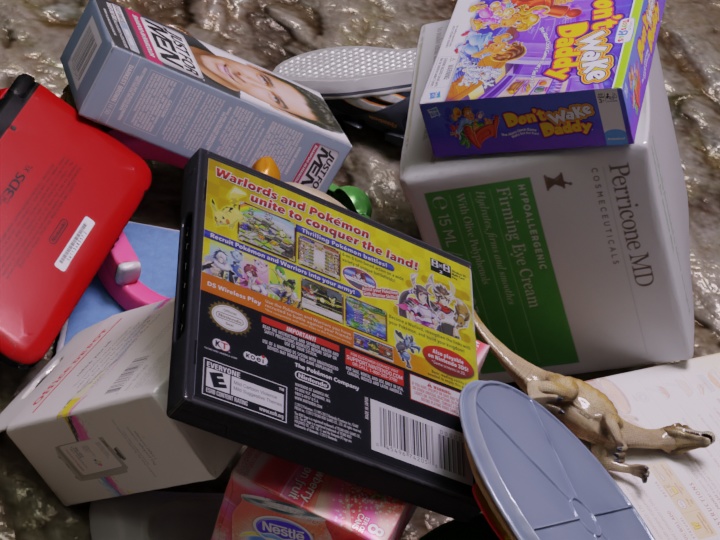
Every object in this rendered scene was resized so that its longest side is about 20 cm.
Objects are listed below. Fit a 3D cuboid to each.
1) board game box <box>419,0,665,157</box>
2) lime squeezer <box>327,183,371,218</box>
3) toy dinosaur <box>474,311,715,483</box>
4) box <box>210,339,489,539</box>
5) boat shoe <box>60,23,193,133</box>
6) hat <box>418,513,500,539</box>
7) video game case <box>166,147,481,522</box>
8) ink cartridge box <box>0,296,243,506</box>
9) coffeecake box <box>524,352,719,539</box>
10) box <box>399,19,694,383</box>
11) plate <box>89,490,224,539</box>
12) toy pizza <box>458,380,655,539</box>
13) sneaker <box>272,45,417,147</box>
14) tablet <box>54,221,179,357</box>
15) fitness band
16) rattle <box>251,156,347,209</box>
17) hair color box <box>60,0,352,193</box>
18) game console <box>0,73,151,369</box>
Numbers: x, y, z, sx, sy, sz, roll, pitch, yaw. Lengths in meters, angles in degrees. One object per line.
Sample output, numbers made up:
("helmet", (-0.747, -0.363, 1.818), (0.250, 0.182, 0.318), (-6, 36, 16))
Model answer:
("board game box", (0.128, -0.158, 1.177), (0.133, 0.045, 0.201), (-3, 40, 21))
("lime squeezer", (-0.025, -0.032, 1.325), (0.070, 0.038, 0.201), (8, 42, -11))
("toy dinosaur", (0.129, 0.086, 1.137), (0.199, 0.058, 0.101), (31, 26, 5))
("box", (-0.005, 0.113, 1.076), (0.102, 0.095, 0.200), (26, 40, 7))
("boat shoe", (-0.176, -0.149, 1.376), (0.072, 0.068, 0.200), (23, 40, 6))
("hat", (0.113, 0.214, 0.955), (0.165, 0.176, 0.201), (-17, 77, -22))
("video game case", (-0.016, 0.037, 1.018), (0.199, 0.025, 0.182), (22, 45, -25))
("ink cartridge box", (-0.134, 0.077, 1.076), (0.068, 0.199, 0.117), (55, 50, -18))
("coffeecake box", (0.197, 0.146, 1.177), (0.199, 0.073, 0.154), (-9, 47, -28))
("box", (0.139, -0.059, 1.253), (0.170, 0.200, 0.201), (-9, 39, 14))
("plate", (-0.056, 0.203, 1.053), (0.198, 0.032, 0.200), (3, 43, -18))
("toy pizza", (0.117, 0.148, 0.995), (0.200, 0.032, 0.201), (44, 18, -18))
("sneaker", (0.026, -0.140, 1.443), (0.198, 0.080, 0.079), (0, 30, 17))
("tablet", (-0.142, 0.038, 1.222), (0.129, 0.014, 0.201), (10, 40, -9))
("fitness band", (-0.129, -0.033, 1.269), (0.143, 0.038, 0.201), (-8, 47, -27))
("rattle", (0.000, 0.000, 1.180), (0.199, 0.143, 0.131), (34, 43, -6))
("hair color box", (-0.113, -0.123, 1.291), (0.199, 0.061, 0.099), (21, 21, -28))
("game console", (-0.268, -0.028, 1.201), (0.172, 0.119, 0.201), (36, 49, -12))
